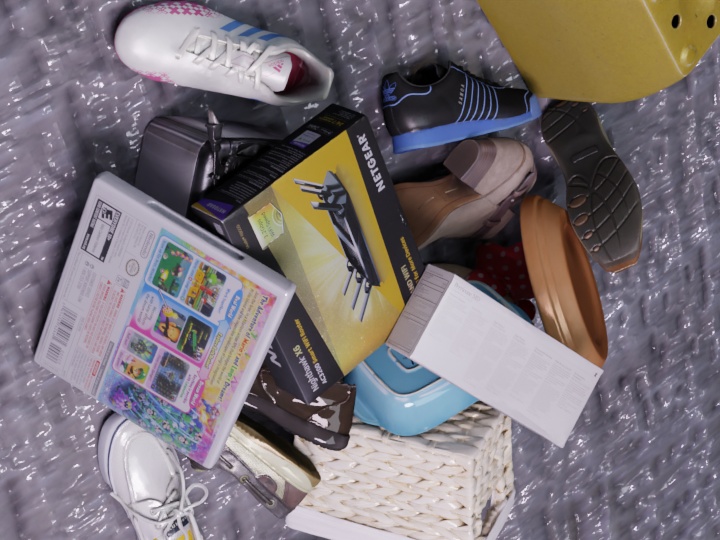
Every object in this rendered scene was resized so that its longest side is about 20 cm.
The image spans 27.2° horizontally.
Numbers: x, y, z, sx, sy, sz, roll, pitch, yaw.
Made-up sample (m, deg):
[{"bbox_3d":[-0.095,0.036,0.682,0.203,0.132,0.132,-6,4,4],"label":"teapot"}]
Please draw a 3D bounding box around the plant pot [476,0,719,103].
[{"bbox_3d":[0.254,-0.282,1.447,0.196,0.199,0.195,-49,129,-13],"label":"plant pot"}]

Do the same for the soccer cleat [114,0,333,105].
[{"bbox_3d":[-0.110,-0.183,1.266,0.199,0.086,0.071,6,103,-39],"label":"soccer cleat"}]

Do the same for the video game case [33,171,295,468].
[{"bbox_3d":[-0.164,0.044,1.215,0.201,0.181,0.024,-64,173,33],"label":"video game case"}]

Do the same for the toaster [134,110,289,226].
[{"bbox_3d":[-0.103,-0.042,1.302,0.180,0.118,0.202,3,105,-40],"label":"toaster"}]

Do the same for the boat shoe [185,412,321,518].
[{"bbox_3d":[-0.130,0.155,1.344,0.200,0.072,0.066,35,92,-11],"label":"boat shoe"}]

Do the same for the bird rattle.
[{"bbox_3d":[0.114,0.038,1.492,0.161,0.201,0.113,13,139,-11],"label":"bird rattle"}]

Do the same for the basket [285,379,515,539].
[{"bbox_3d":[0.039,0.182,1.419,0.136,0.198,0.125,-45,140,-56],"label":"basket"}]

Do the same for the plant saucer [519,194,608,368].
[{"bbox_3d":[0.209,0.018,1.496,0.037,0.201,0.201,-17,127,16],"label":"plant saucer"}]

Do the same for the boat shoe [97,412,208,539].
[{"bbox_3d":[-0.178,0.222,1.358,0.074,0.086,0.204,-27,121,-29],"label":"boat shoe"}]

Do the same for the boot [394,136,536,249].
[{"bbox_3d":[0.091,-0.056,1.484,0.200,0.071,0.146,-40,154,15],"label":"boot"}]

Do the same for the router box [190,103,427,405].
[{"bbox_3d":[-0.034,-0.013,1.254,0.157,0.052,0.201,-38,126,-21],"label":"router box"}]

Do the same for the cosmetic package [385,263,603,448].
[{"bbox_3d":[0.121,0.077,1.326,0.199,0.051,0.083,32,87,-32],"label":"cosmetic package"}]

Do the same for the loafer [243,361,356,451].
[{"bbox_3d":[-0.090,0.091,1.343,0.199,0.073,0.072,27,88,-3],"label":"loafer"}]

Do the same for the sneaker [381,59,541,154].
[{"bbox_3d":[0.100,-0.168,1.452,0.199,0.070,0.079,-17,97,-43],"label":"sneaker"}]

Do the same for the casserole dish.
[{"bbox_3d":[0.073,0.074,1.389,0.199,0.121,0.039,-29,138,-19],"label":"casserole dish"}]

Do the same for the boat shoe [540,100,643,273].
[{"bbox_3d":[0.246,-0.086,1.535,0.075,0.202,0.074,-20,149,13],"label":"boat shoe"}]
